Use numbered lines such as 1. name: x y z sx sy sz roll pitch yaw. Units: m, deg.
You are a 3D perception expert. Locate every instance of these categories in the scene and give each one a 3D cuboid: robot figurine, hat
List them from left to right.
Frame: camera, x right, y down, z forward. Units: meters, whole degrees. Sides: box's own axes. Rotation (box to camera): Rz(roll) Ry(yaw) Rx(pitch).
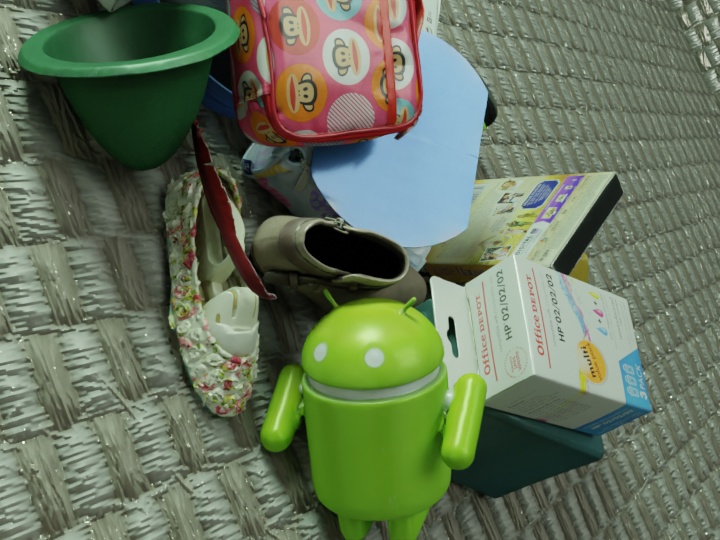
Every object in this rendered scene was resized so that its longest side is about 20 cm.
1. hat: -0.162 -0.093 0.747 0.201 0.163 0.179 -108 -168 -60
2. robot figurine: 0.013 0.113 0.765 0.116 0.173 0.203 -41 130 -62

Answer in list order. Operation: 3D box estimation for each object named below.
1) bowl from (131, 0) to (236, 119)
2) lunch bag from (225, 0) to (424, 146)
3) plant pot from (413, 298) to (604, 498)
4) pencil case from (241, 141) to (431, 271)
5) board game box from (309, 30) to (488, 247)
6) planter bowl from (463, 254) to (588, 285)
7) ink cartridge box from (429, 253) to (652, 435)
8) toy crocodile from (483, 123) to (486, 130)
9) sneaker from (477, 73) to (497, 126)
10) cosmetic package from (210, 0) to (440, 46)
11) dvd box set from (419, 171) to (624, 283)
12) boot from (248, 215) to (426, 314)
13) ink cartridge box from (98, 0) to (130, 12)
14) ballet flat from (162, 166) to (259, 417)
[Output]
1. bowl: -0.132 -0.234 0.909 0.200 0.039 0.203 33 43 -37
2. lunch bag: -0.020 -0.204 0.790 0.174 0.082 0.204 -10 97 -31
3. plant pot: 0.106 0.110 0.917 0.198 0.140 0.143 25 49 -38
4. pencil case: -0.018 -0.067 0.904 0.200 0.090 0.084 41 76 -33
5. board game box: 0.030 -0.119 0.874 0.156 0.039 0.203 15 76 -20
6. planter bowl: 0.188 -0.011 1.070 0.198 0.084 0.201 25 16 -8
7. ink cartridge box: 0.159 0.064 0.847 0.198 0.068 0.117 18 53 -34
8. toy crocodile: 0.073 -0.218 1.067 0.200 0.067 0.062 42 30 -32
9. sneaker: 0.088 -0.215 1.173 0.199 0.076 0.115 37 43 -30
10. cosmetic package: -0.033 -0.259 0.900 0.199 0.112 0.082 30 51 -32
11. dvd box set: 0.149 -0.042 0.985 0.147 0.198 0.030 -50 122 -32
12. boot: 0.000 0.000 0.803 0.197 0.146 0.072 9 82 -26
13. ink cartridge box: -0.215 -0.326 0.776 0.200 0.084 0.145 44 40 -7
14. ballet flat: -0.111 0.009 0.748 0.075 0.064 0.203 5 64 -47
